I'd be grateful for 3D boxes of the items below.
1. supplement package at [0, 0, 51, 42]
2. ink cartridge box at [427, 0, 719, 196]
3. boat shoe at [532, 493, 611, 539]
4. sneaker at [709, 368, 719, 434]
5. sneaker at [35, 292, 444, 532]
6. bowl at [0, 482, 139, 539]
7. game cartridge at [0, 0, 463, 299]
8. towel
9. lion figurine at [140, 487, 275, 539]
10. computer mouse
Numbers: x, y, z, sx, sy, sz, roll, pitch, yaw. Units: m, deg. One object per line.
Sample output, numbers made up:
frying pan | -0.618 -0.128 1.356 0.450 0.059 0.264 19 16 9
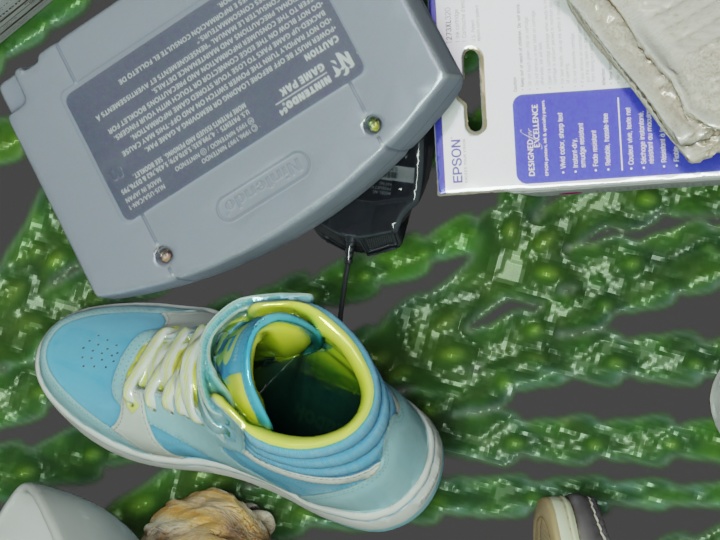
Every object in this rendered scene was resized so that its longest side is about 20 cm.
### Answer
supplement package | -0.160 -0.221 1.244 0.200 0.111 0.156 -38 83 2
ink cartridge box | 0.132 -0.085 1.236 0.198 0.037 0.096 -3 86 4
boat shoe | 0.129 0.190 1.202 0.064 0.072 0.201 -17 80 -8
sneaker | 0.230 0.107 1.181 0.200 0.090 0.067 43 93 8
sneaker | -0.065 0.041 1.185 0.199 0.131 0.080 15 71 20
bowl | -0.124 0.216 1.167 0.074 0.201 0.200 11 125 -28
game cartridge | -0.057 -0.076 1.235 0.199 0.041 0.134 -31 76 20
towel | 0.190 -0.144 1.202 0.199 0.035 0.133 -33 66 -8
lion figurine | -0.043 0.193 1.205 0.122 0.072 0.202 -14 80 45
computer mouse | 0.000 0.000 1.251 0.058 0.034 0.202 11 94 23
